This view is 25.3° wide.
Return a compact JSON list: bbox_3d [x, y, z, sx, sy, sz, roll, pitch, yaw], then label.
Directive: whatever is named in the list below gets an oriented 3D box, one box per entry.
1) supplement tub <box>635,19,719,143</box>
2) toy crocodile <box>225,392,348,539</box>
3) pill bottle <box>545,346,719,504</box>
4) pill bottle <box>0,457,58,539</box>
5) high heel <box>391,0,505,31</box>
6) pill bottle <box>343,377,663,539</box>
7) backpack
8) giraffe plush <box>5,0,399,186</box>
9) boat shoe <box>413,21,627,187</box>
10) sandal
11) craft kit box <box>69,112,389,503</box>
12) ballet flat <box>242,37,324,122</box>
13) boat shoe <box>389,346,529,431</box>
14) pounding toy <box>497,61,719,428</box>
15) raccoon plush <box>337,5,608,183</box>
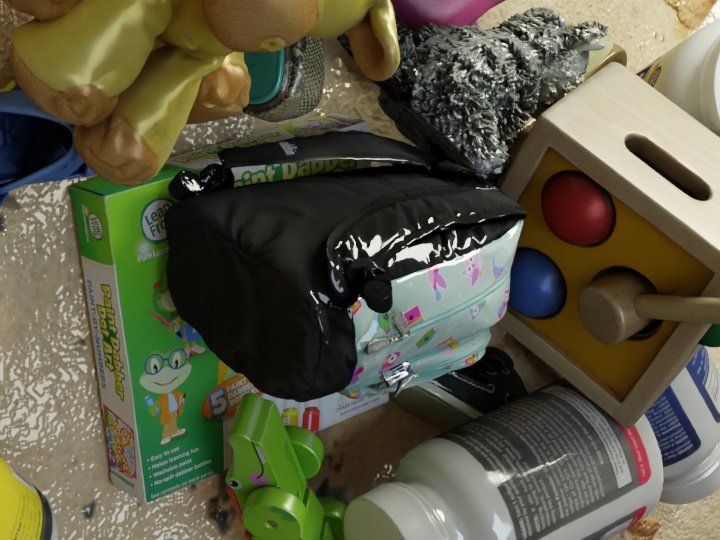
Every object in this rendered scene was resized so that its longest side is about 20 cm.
[{"bbox_3d":[0.255,-0.094,1.126,0.144,0.200,0.146,3,79,-15],"label":"supplement tub"},{"bbox_3d":[-0.048,0.157,1.015,0.068,0.061,0.200,-77,156,-43],"label":"toy crocodile"},{"bbox_3d":[0.216,0.088,1.228,0.111,0.111,0.200,-49,128,-19],"label":"pill bottle"},{"bbox_3d":[-0.257,0.111,0.827,0.112,0.112,0.200,-53,129,-16],"label":"pill bottle"},{"bbox_3d":[0.092,-0.226,1.063,0.200,0.067,0.096,-48,139,-4],"label":"high heel"},{"bbox_3d":[0.092,0.149,1.047,0.199,0.111,0.111,-21,115,-31],"label":"pill bottle"},{"bbox_3d":[0.000,0.000,0.948,0.199,0.167,0.127,-16,132,-40],"label":"backpack"},{"bbox_3d":[-0.061,-0.146,0.803,0.200,0.162,0.173,-61,137,-29],"label":"giraffe plush"},{"bbox_3d":[0.101,-0.101,1.117,0.200,0.063,0.073,-38,150,-24],"label":"boat shoe"},{"bbox_3d":[-0.173,-0.074,0.866,0.200,0.087,0.080,-27,117,-34],"label":"sandal"},{"bbox_3d":[-0.074,0.019,1.006,0.199,0.048,0.198,-20,112,-36],"label":"craft kit box"},{"bbox_3d":[-0.047,-0.188,0.953,0.075,0.068,0.201,-6,95,-59],"label":"ballet flat"},{"bbox_3d":[0.092,0.089,1.148,0.199,0.074,0.066,30,73,-36],"label":"boat shoe"},{"bbox_3d":[0.177,-0.004,1.004,0.142,0.200,0.184,-37,161,-44],"label":"pounding toy"},{"bbox_3d":[0.077,-0.143,0.991,0.134,0.097,0.200,-49,149,-6],"label":"raccoon plush"}]
